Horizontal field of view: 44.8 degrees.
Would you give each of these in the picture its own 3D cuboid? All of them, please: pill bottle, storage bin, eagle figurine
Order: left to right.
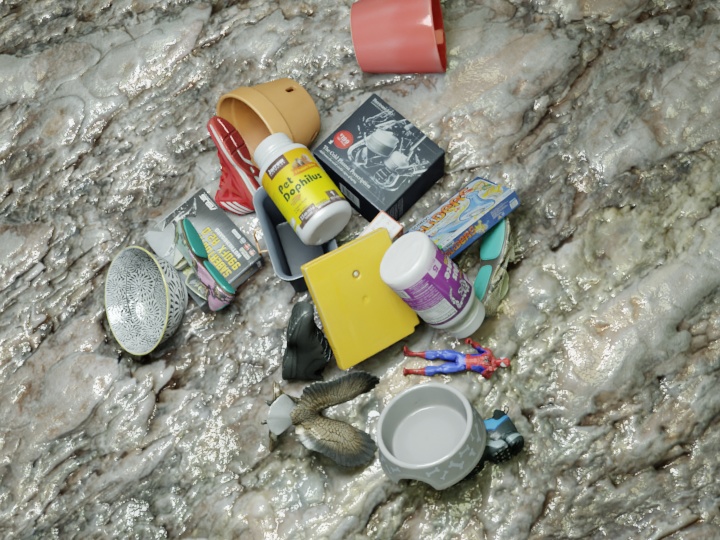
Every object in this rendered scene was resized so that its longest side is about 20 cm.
[{"bbox_3d":[-0.125,-0.055,1.676,0.143,0.135,0.203,-19,68,-3],"label":"storage bin"},{"bbox_3d":[-0.110,-0.151,1.581,0.109,0.110,0.201,-34,70,-9],"label":"pill bottle"},{"bbox_3d":[-0.068,0.253,1.559,0.196,0.153,0.152,6,49,12],"label":"eagle figurine"},{"bbox_3d":[0.134,0.032,1.550,0.111,0.200,0.113,-31,35,25],"label":"pill bottle"}]

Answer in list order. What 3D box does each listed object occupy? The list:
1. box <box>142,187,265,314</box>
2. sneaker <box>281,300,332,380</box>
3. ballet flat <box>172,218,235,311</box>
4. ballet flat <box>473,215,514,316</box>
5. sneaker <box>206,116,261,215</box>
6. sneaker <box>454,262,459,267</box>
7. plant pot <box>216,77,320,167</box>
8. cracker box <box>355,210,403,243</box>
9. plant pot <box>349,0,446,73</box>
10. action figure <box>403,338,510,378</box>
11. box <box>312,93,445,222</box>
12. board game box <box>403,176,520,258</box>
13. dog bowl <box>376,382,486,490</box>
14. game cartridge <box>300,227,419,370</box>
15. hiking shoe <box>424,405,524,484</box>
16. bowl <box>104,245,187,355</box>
[{"bbox_3d":[-0.309,-0.041,1.730,0.158,0.048,0.200,-39,71,-11],"label":"box"},{"bbox_3d":[-0.092,0.128,1.580,0.089,0.201,0.077,9,50,-2],"label":"sneaker"},{"bbox_3d":[-0.312,-0.007,1.662,0.071,0.069,0.201,-39,71,11],"label":"ballet flat"},{"bbox_3d":[0.258,-0.007,1.667,0.075,0.067,0.203,27,71,-34],"label":"ballet flat"},{"bbox_3d":[-0.268,-0.195,1.729,0.114,0.078,0.202,-25,103,27],"label":"sneaker"},{"bbox_3d":[0.103,0.025,1.659,0.196,0.077,0.085,-7,76,-10],"label":"sneaker"},{"bbox_3d":[-0.174,-0.291,1.752,0.200,0.201,0.140,42,59,18],"label":"plant pot"},{"bbox_3d":[0.000,0.000,1.645,0.057,0.134,0.200,38,77,16],"label":"cracker box"},{"bbox_3d":[0.078,-0.496,1.809,0.174,0.201,0.204,-6,68,13],"label":"plant pot"},{"bbox_3d":[0.177,0.160,1.593,0.196,0.099,0.066,1,70,2],"label":"action figure"},{"bbox_3d":[0.037,-0.213,1.741,0.200,0.104,0.182,41,76,17],"label":"box"},{"bbox_3d":[0.192,-0.097,1.679,0.199,0.035,0.135,-38,28,-10],"label":"board game box"},{"bbox_3d":[0.117,0.282,1.522,0.197,0.059,0.202,-14,43,13],"label":"dog bowl"},{"bbox_3d":[0.003,0.049,1.562,0.174,0.032,0.203,-26,107,-21],"label":"game cartridge"},{"bbox_3d":[0.188,0.316,1.553,0.197,0.075,0.087,-19,49,-6],"label":"hiking shoe"},{"bbox_3d":[-0.390,0.053,1.657,0.199,0.093,0.205,4,97,40],"label":"bowl"}]
